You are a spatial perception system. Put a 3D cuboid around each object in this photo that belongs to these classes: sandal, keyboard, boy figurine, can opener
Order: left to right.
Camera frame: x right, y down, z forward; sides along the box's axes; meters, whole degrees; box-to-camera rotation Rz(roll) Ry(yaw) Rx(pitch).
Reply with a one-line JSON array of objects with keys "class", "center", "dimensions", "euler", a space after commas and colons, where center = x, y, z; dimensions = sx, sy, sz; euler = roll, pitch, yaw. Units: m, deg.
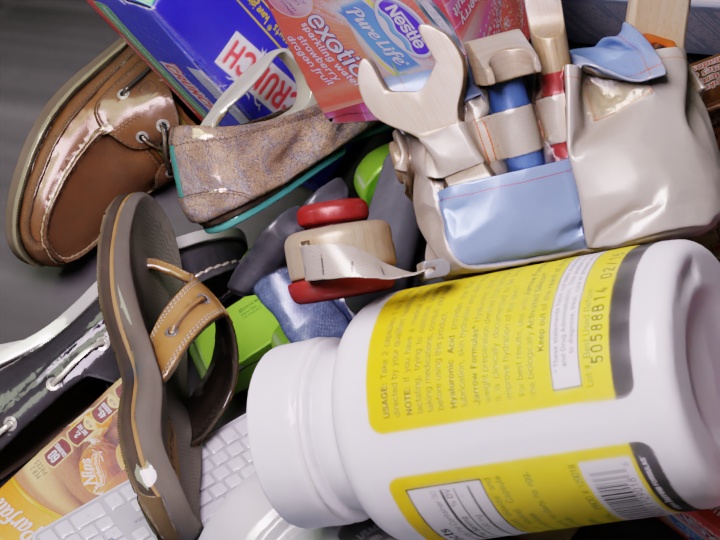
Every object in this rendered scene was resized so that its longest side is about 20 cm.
[{"class": "sandal", "center": [-0.086, 0.043, 1.217], "dimensions": [0.055, 0.082, 0.200], "euler": [-19, 43, 9]}, {"class": "keyboard", "center": [-0.059, 0.096, 1.223], "dimensions": [0.200, 0.011, 0.056], "euler": [-29, 51, -18]}, {"class": "boy figurine", "center": [0.026, 0.054, 1.194], "dimensions": [0.200, 0.064, 0.124], "euler": [47, 45, 13]}, {"class": "can opener", "center": [0.044, -0.046, 1.198], "dimensions": [0.067, 0.053, 0.200], "euler": [-37, 22, 33]}]

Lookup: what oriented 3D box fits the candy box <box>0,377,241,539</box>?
[{"class": "candy box", "center": [-0.143, 0.156, 1.263], "dimensions": [0.200, 0.055, 0.115], "euler": [-42, 54, -4]}]

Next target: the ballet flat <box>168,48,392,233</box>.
[{"class": "ballet flat", "center": [-0.015, -0.088, 1.291], "dimensions": [0.200, 0.067, 0.068], "euler": [-31, 10, -34]}]

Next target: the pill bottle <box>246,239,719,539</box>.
[{"class": "pill bottle", "center": [0.057, 0.056, 1.071], "dimensions": [0.200, 0.111, 0.111], "euler": [-11, 57, 26]}]

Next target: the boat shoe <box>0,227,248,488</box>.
[{"class": "boat shoe", "center": [-0.136, 0.048, 1.316], "dimensions": [0.200, 0.074, 0.060], "euler": [-30, 65, -6]}]

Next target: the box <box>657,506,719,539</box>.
[{"class": "box", "center": [0.192, 0.092, 1.112], "dimensions": [0.095, 0.103, 0.200], "euler": [-48, 51, -6]}]

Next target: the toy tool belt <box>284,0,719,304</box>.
[{"class": "toy tool belt", "center": [0.057, -0.061, 1.097], "dimensions": [0.200, 0.125, 0.123], "euler": [-10, 88, -9]}]

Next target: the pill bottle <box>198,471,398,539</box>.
[{"class": "pill bottle", "center": [0.020, 0.172, 1.138], "dimensions": [0.113, 0.113, 0.200], "euler": [-47, 53, -7]}]

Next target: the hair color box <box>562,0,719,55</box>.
[{"class": "hair color box", "center": [0.180, -0.162, 1.263], "dimensions": [0.200, 0.061, 0.099], "euler": [11, 73, 46]}]

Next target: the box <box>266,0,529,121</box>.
[{"class": "box", "center": [0.039, -0.175, 1.227], "dimensions": [0.095, 0.103, 0.200], "euler": [0, 45, 30]}]

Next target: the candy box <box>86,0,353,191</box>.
[{"class": "candy box", "center": [-0.032, -0.172, 1.338], "dimensions": [0.077, 0.169, 0.200], "euler": [21, 71, 42]}]

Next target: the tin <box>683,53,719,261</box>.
[{"class": "tin", "center": [0.172, -0.052, 1.205], "dimensions": [0.200, 0.112, 0.042], "euler": [-20, 45, 13]}]

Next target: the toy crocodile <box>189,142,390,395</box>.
[{"class": "toy crocodile", "center": [0.000, 0.000, 1.294], "dimensions": [0.200, 0.062, 0.068], "euler": [-37, 51, 6]}]

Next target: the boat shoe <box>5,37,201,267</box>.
[{"class": "boat shoe", "center": [-0.117, -0.083, 1.387], "dimensions": [0.068, 0.072, 0.200], "euler": [21, 72, 35]}]

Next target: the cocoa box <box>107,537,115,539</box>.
[{"class": "cocoa box", "center": [-0.086, 0.246, 1.133], "dimensions": [0.133, 0.131, 0.200], "euler": [-40, 52, -2]}]
